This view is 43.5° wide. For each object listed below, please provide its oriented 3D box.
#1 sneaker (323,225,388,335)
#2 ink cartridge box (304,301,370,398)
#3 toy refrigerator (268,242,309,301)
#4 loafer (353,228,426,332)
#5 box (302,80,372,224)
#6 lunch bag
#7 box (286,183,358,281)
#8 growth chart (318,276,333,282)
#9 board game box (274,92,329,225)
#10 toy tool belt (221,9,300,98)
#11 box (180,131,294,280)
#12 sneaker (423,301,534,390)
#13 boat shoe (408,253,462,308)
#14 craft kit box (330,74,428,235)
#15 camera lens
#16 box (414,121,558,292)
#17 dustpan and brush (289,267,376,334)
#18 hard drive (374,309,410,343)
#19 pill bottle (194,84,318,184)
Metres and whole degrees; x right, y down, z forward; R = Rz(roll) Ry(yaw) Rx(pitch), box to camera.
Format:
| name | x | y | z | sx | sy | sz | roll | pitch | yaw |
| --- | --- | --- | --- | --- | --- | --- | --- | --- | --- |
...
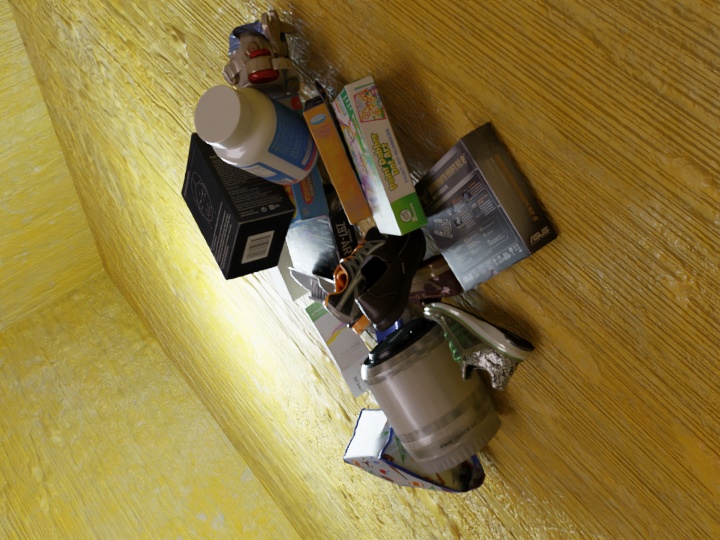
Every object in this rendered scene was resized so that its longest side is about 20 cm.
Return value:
| name | x | y | z | sx | sy | sz | roll | pitch | yaw |
| --- | --- | --- | --- | --- | --- | --- | --- | --- | --- |
| sneaker | 0.000 | 0.000 | 1.375 | 0.076 | 0.202 | 0.079 | 26 | 136 | -10 |
| ink cartridge box | -0.022 | 0.153 | 1.677 | 0.201 | 0.066 | 0.118 | 56 | 174 | 35 |
| toy refrigerator | -0.155 | -0.049 | 1.771 | 0.070 | 0.075 | 0.203 | 13 | 130 | 60 |
| loafer | 0.041 | -0.008 | 1.277 | 0.071 | 0.202 | 0.073 | 37 | 129 | -18 |
| box | -0.038 | -0.179 | 1.343 | 0.119 | 0.041 | 0.203 | -94 | -20 | -73 |
| lunch bag | 0.098 | 0.313 | 1.542 | 0.197 | 0.126 | 0.170 | 30 | 161 | -15 |
| box | -0.077 | -0.071 | 1.587 | 0.199 | 0.043 | 0.164 | 16 | 125 | 57 |
| growth chart | -0.051 | -0.004 | 1.679 | 0.144 | 0.018 | 0.203 | 38 | 149 | 41 |
| board game box | -0.141 | -0.171 | 1.528 | 0.195 | 0.055 | 0.205 | -15 | 90 | 61 |
| toy tool belt | -0.151 | -0.329 | 1.341 | 0.200 | 0.122 | 0.126 | -148 | 48 | -87 |
| box | -0.209 | -0.115 | 1.507 | 0.202 | 0.105 | 0.150 | 58 | 147 | 25 |
| sneaker | 0.148 | 0.105 | 1.264 | 0.076 | 0.090 | 0.199 | 23 | -177 | -39 |
| boat shoe | 0.092 | 0.028 | 1.353 | 0.073 | 0.071 | 0.199 | 61 | 152 | -3 |
| craft kit box | 0.022 | -0.149 | 1.215 | 0.200 | 0.048 | 0.201 | -155 | 41 | -83 |
| camera lens | 0.106 | 0.185 | 1.390 | 0.202 | 0.159 | 0.160 | 58 | 158 | -4 |
| box | 0.146 | -0.072 | 1.136 | 0.160 | 0.048 | 0.200 | 59 | 158 | 5 |
| dustpan and brush | -0.031 | 0.061 | 1.605 | 0.197 | 0.058 | 0.139 | 22 | 177 | -26 |
| hard drive | 0.059 | 0.129 | 1.551 | 0.132 | 0.025 | 0.204 | -131 | 26 | -53 |
| pill bottle | -0.152 | -0.201 | 1.323 | 0.112 | 0.113 | 0.199 | 47 | -167 | 25 |
